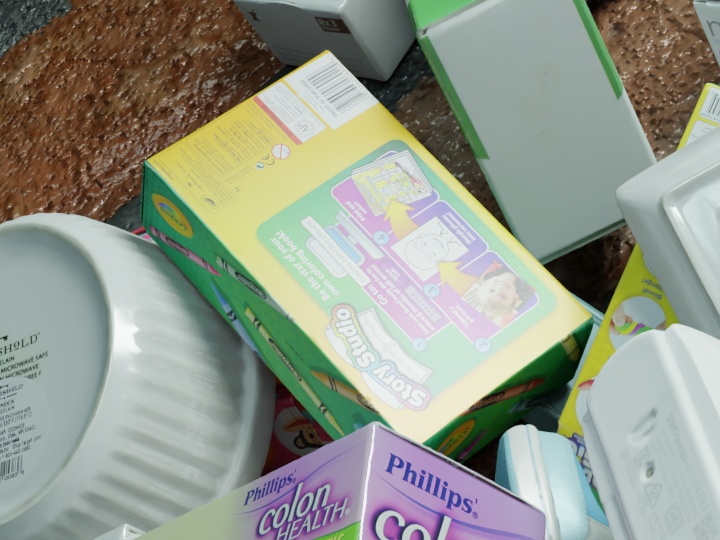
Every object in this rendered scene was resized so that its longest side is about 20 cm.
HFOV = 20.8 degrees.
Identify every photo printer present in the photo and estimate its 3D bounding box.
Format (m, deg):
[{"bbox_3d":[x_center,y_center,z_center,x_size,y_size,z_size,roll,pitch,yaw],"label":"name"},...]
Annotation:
[{"bbox_3d":[0.188,0.120,0.746,0.070,0.199,0.167,-48,33,27],"label":"photo printer"}]

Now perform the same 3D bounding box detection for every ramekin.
[{"bbox_3d":[-0.151,0.067,0.984,0.199,0.105,0.202,-14,63,29],"label":"ramekin"}]

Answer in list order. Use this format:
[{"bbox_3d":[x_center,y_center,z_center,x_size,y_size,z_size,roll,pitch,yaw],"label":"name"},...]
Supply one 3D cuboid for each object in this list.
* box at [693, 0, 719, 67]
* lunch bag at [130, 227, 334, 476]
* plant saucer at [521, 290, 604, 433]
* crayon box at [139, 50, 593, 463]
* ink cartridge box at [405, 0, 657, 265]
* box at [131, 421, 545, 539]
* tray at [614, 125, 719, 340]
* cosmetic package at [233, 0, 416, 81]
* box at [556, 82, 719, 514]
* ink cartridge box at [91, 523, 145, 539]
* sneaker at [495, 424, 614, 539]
[{"bbox_3d":[0.300,-0.161,0.991,0.199,0.097,0.177,13,62,41],"label":"box"},{"bbox_3d":[-0.057,0.028,1.087,0.198,0.082,0.177,-10,45,25],"label":"lunch bag"},{"bbox_3d":[0.062,0.019,0.986,0.199,0.019,0.070,34,74,17],"label":"plant saucer"},{"bbox_3d":[0.000,0.000,0.943,0.118,0.058,0.200,-33,68,-26],"label":"crayon box"},{"bbox_3d":[0.083,-0.119,1.034,0.083,0.147,0.200,-25,28,8],"label":"ink cartridge box"},{"bbox_3d":[-0.026,0.190,0.767,0.175,0.096,0.201,-30,42,43],"label":"box"},{"bbox_3d":[0.214,-0.040,0.841,0.199,0.022,0.108,-30,74,15],"label":"tray"},{"bbox_3d":[0.017,-0.222,1.262,0.101,0.074,0.201,15,64,42],"label":"cosmetic package"},{"bbox_3d":[0.172,0.029,0.894,0.117,0.048,0.201,26,92,33],"label":"box"},{"bbox_3d":[-0.147,0.223,0.913,0.199,0.083,0.146,-29,40,42],"label":"ink cartridge box"},{"bbox_3d":[0.132,0.149,0.814,0.129,0.080,0.202,-11,64,-7],"label":"sneaker"}]
